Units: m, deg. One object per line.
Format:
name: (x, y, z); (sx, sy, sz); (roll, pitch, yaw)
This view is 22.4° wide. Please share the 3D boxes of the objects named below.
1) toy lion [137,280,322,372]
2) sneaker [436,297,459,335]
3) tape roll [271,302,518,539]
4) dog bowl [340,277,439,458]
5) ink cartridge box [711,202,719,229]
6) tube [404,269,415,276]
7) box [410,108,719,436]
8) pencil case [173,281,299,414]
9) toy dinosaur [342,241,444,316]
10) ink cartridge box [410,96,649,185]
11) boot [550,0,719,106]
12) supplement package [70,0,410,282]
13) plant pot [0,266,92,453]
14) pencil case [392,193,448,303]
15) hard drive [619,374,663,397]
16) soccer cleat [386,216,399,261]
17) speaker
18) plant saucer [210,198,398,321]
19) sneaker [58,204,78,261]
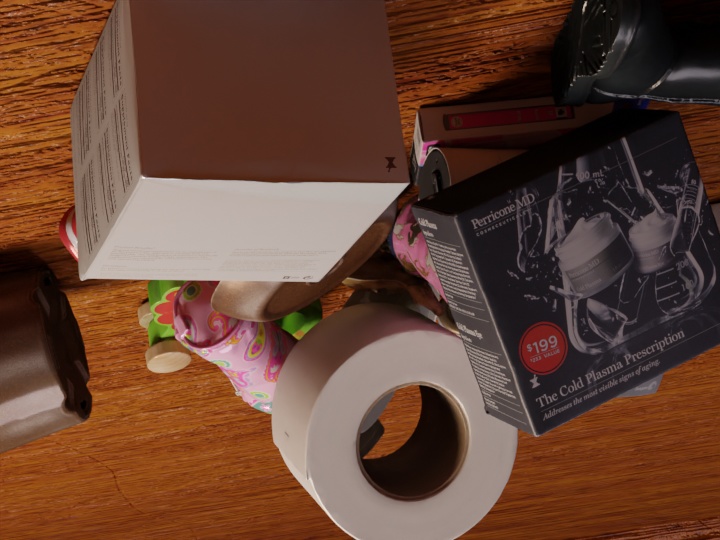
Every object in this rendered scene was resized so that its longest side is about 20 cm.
toy lion: (-0.123, 0.035, 1.809); (0.198, 0.069, 0.192); (4, 151, -30)
sneaker: (0.170, 0.054, 1.946); (0.198, 0.071, 0.109); (-6, 160, -13)
tape roll: (0.029, 0.140, 1.667); (0.201, 0.205, 0.139); (-2, -170, -15)
dog bowl: (0.009, 0.091, 1.829); (0.058, 0.201, 0.200); (25, 169, 16)
ink cartridge box: (0.411, -0.009, 1.828); (0.145, 0.084, 0.200); (-16, 159, 22)
tube: (0.131, -0.005, 1.801); (0.198, 0.052, 0.058); (5, 117, -24)
box: (0.169, -0.003, 1.397); (0.199, 0.184, 0.104); (-25, -168, -14)
pencil case: (-0.109, 0.074, 1.745); (0.087, 0.088, 0.200); (-12, 153, 14)
toy dinosaur: (0.000, 0.000, 1.708); (0.198, 0.059, 0.101); (8, -169, 28)
ink cartridge box: (0.142, -0.111, 1.508); (0.198, 0.037, 0.095); (-8, 161, -5)
boot: (0.235, -0.166, 1.305); (0.166, 0.077, 0.200); (-1, 168, -6)
supplement package: (-0.093, -0.092, 1.291); (0.189, 0.149, 0.200); (0, 160, -21)
plant pot: (-0.366, 0.094, 1.698); (0.196, 0.202, 0.200); (-16, 161, 4)
pencil case: (0.096, 0.003, 1.536); (0.082, 0.087, 0.200); (7, -158, -27)
hard drive: (0.188, 0.051, 1.668); (0.199, 0.136, 0.042); (5, 140, -38)
soccer cleat: (0.117, -0.039, 1.696); (0.198, 0.065, 0.084); (-5, -168, -21)
speaker: (0.149, -0.059, 1.480); (0.198, 0.082, 0.081); (-1, 161, -18)
plant saucer: (-0.039, -0.013, 1.582); (0.200, 0.037, 0.201); (-34, 167, -9)
sneaker: (-0.165, -0.033, 1.565); (0.112, 0.072, 0.199); (-21, 157, 40)
